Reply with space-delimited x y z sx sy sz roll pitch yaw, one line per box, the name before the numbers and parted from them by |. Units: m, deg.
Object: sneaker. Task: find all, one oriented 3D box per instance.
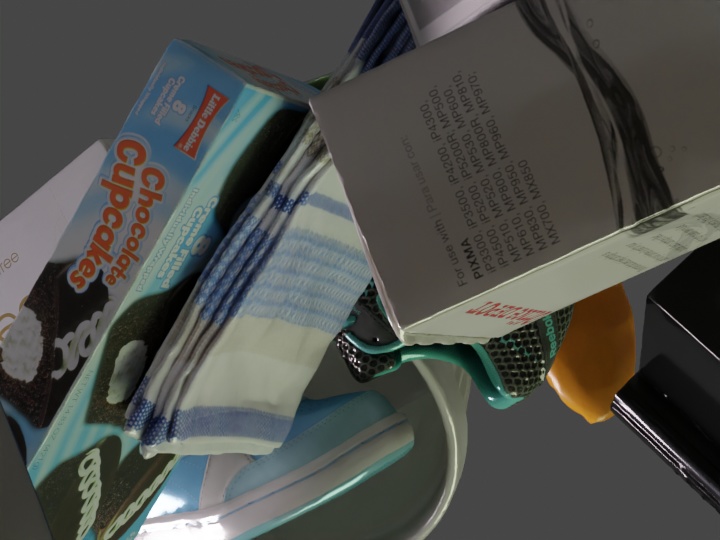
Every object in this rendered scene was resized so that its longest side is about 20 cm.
sneaker | -0.075 0.055 0.919 0.199 0.131 0.079 -22 180 36
sneaker | 0.000 0.000 0.896 0.199 0.092 0.078 16 166 3

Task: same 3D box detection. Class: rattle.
rattle | 0.111 0.004 1.306 0.130 0.144 0.200 -24 -169 -27

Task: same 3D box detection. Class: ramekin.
ramekin | -0.036 0.044 1.041 0.200 0.200 0.105 -25 -156 32

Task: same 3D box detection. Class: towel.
towel | -0.009 -0.016 0.789 0.201 0.024 0.147 -58 164 4

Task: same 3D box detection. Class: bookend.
bookend | 0.207 -0.015 0.874 0.199 0.092 0.200 -41 158 -15

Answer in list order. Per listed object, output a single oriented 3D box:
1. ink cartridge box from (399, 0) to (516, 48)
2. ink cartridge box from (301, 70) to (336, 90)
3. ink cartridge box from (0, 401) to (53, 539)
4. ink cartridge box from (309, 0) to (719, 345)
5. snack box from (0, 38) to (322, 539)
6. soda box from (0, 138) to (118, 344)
ink cartridge box | 0.129 -0.138 0.669 0.176 0.045 0.200 -18 174 -35
ink cartridge box | 0.057 -0.075 0.944 0.199 0.060 0.104 -22 175 -15
ink cartridge box | -0.207 0.048 0.534 0.199 0.148 0.145 -24 175 4
ink cartridge box | 0.101 -0.053 0.682 0.199 0.083 0.147 -24 172 13
snack box | -0.078 0.018 0.769 0.201 0.037 0.116 -60 159 9
soda box | -0.144 0.026 0.882 0.200 0.064 0.068 -37 166 23
